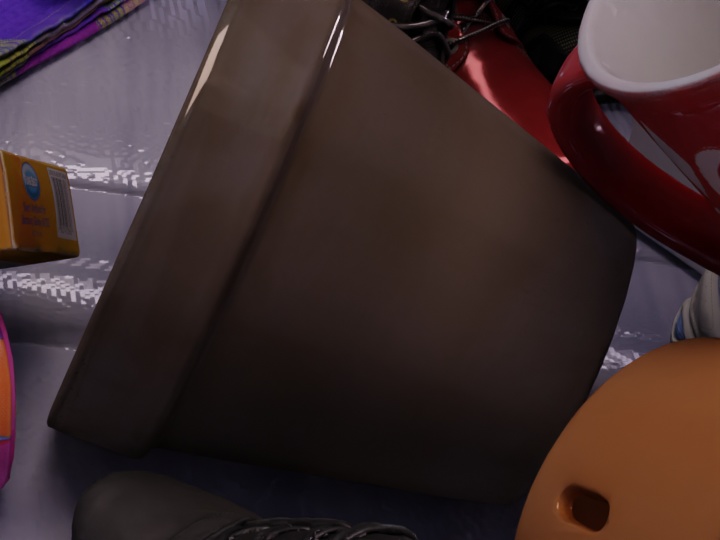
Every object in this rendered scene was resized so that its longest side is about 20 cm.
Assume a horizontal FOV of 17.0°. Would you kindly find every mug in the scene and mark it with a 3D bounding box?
[{"bbox_3d":[0.174,-0.042,0.821,0.133,0.200,0.177,-46,25,-8],"label":"mug"}]

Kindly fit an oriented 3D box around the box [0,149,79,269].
[{"bbox_3d":[-0.212,-0.010,0.884,0.199,0.042,0.119,-7,-1,4],"label":"box"}]

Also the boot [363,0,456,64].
[{"bbox_3d":[0.022,-0.100,1.004,0.069,0.175,0.200,-3,34,-43],"label":"boot"}]

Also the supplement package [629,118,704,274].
[{"bbox_3d":[0.253,-0.066,1.031,0.199,0.148,0.191,-23,47,-34],"label":"supplement package"}]

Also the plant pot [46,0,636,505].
[{"bbox_3d":[0.000,0.000,0.891,0.173,0.200,0.200,24,37,-6],"label":"plant pot"}]

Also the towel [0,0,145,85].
[{"bbox_3d":[-0.184,-0.148,1.164,0.143,0.023,0.200,27,41,22],"label":"towel"}]

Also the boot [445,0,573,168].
[{"bbox_3d":[0.040,-0.125,1.074,0.072,0.145,0.200,-22,47,-36],"label":"boot"}]

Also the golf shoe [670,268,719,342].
[{"bbox_3d":[0.176,0.049,0.910,0.078,0.098,0.200,-6,40,-19],"label":"golf shoe"}]

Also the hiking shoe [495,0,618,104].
[{"bbox_3d":[0.084,-0.127,1.140,0.199,0.076,0.101,16,35,10],"label":"hiking shoe"}]

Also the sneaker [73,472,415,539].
[{"bbox_3d":[-0.014,0.111,0.788,0.199,0.091,0.076,29,44,27],"label":"sneaker"}]

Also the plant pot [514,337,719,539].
[{"bbox_3d":[0.143,0.107,0.767,0.199,0.201,0.140,-21,29,-33],"label":"plant pot"}]

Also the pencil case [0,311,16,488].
[{"bbox_3d":[-0.222,0.051,0.849,0.199,0.089,0.089,-6,39,-21],"label":"pencil case"}]
